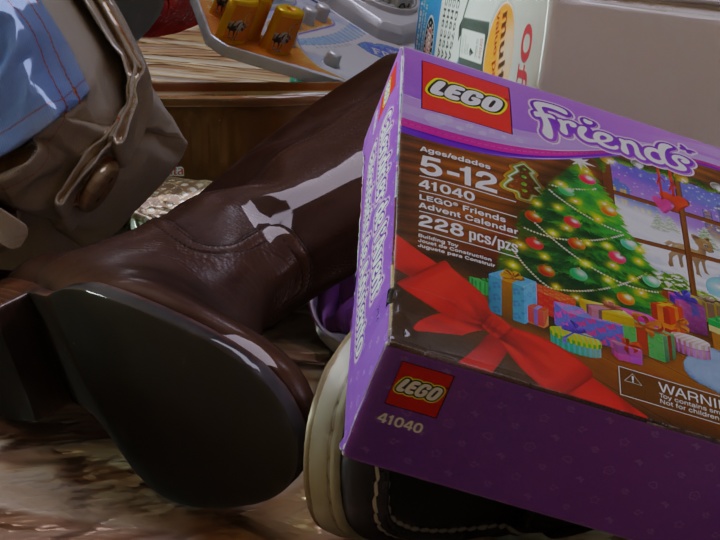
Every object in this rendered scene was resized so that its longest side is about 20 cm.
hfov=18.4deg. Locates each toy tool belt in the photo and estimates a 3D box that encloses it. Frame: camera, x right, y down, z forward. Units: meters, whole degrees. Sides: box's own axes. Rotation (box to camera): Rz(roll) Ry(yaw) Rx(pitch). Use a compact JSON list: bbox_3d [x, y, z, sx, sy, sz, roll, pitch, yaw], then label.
[{"bbox_3d":[-0.159,-0.081,0.740,0.200,0.125,0.123,43,16,9],"label":"toy tool belt"}]

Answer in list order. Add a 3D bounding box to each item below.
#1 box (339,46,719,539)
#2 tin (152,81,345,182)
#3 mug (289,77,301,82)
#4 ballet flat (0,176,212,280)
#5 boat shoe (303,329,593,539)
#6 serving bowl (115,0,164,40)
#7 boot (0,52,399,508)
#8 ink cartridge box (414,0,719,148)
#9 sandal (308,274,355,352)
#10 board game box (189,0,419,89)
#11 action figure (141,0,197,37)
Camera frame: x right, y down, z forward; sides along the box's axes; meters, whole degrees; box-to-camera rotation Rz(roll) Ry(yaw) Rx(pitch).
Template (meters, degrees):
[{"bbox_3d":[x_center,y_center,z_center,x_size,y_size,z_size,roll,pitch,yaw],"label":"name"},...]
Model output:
[{"bbox_3d":[0.095,0.018,0.584,0.198,0.039,0.137,17,34,-9],"label":"box"},{"bbox_3d":[-0.075,-0.056,0.895,0.198,0.042,0.112,2,12,21],"label":"tin"},{"bbox_3d":[0.037,-0.077,1.158,0.150,0.116,0.185,6,10,3],"label":"mug"},{"bbox_3d":[-0.125,-0.010,0.828,0.198,0.071,0.065,4,32,13],"label":"ballet flat"},{"bbox_3d":[0.061,0.039,0.626,0.064,0.073,0.199,13,9,35],"label":"boat shoe"},{"bbox_3d":[-0.187,-0.099,0.978,0.199,0.066,0.200,-29,-2,-1],"label":"serving bowl"},{"bbox_3d":[-0.006,-0.010,0.680,0.199,0.065,0.186,-28,25,-30],"label":"boot"},{"bbox_3d":[0.106,-0.037,0.867,0.143,0.149,0.200,4,9,-12],"label":"ink cartridge box"},{"bbox_3d":[0.004,-0.006,0.795,0.050,0.083,0.203,35,4,-14],"label":"sandal"},{"bbox_3d":[0.008,-0.131,1.031,0.198,0.026,0.201,14,28,-23],"label":"board game box"},{"bbox_3d":[-0.148,-0.129,1.098,0.199,0.100,0.065,-31,-8,28],"label":"action figure"}]
